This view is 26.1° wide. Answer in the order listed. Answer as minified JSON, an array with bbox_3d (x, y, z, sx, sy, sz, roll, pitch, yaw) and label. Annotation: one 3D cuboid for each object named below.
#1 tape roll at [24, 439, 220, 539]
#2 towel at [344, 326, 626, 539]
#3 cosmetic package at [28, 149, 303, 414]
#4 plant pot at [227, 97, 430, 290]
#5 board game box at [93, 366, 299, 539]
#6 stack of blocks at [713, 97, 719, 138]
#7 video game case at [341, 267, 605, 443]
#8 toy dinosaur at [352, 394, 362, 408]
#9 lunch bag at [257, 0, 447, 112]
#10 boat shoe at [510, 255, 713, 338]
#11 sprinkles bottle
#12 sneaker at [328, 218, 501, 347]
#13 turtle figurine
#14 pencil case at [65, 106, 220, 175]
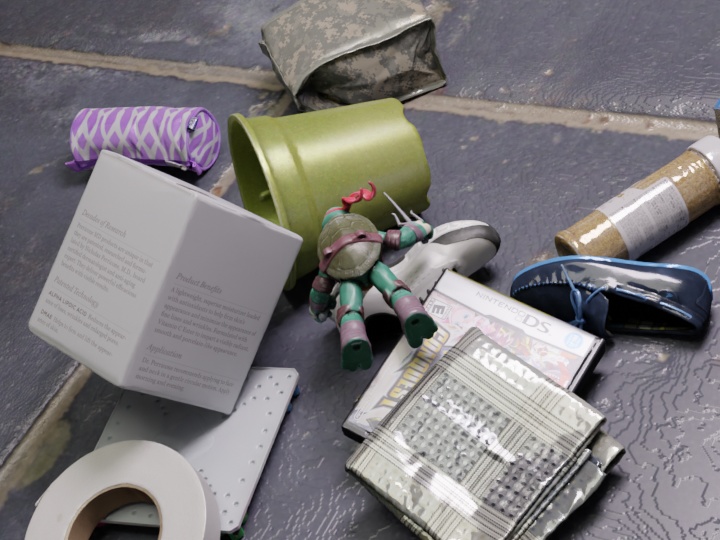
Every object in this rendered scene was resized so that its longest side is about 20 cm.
[{"bbox_3d":[-0.231,0.260,1.487,0.201,0.037,0.204,-12,54,18],"label":"tape roll"},{"bbox_3d":[0.113,0.168,1.409,0.200,0.035,0.193,37,72,27],"label":"towel"},{"bbox_3d":[-0.196,0.013,1.563,0.164,0.164,0.201,24,91,40],"label":"cosmetic package"},{"bbox_3d":[-0.028,-0.102,1.702,0.183,0.201,0.201,-19,40,-12],"label":"plant pot"},{"bbox_3d":[-0.177,0.182,1.581,0.198,0.026,0.201,1,47,24],"label":"board game box"},{"bbox_3d":[0.474,-0.210,1.666,0.115,0.059,0.200,13,53,34],"label":"stack of blocks"},{"bbox_3d":[0.108,0.111,1.480,0.180,0.026,0.201,25,65,23],"label":"video game case"},{"bbox_3d":[0.091,0.107,1.527,0.198,0.048,0.089,-12,50,7],"label":"toy dinosaur"},{"bbox_3d":[-0.015,-0.273,1.909,0.199,0.118,0.164,-21,42,-5],"label":"lunch bag"},{"bbox_3d":[0.239,0.029,1.511,0.198,0.084,0.069,-4,48,24],"label":"boat shoe"},{"bbox_3d":[0.296,-0.060,1.585,0.199,0.068,0.068,-32,42,-10],"label":"sprinkles bottle"},{"bbox_3d":[0.062,0.021,1.613,0.199,0.074,0.080,-31,45,5],"label":"sneaker"},{"bbox_3d":[0.000,0.000,1.535,0.149,0.101,0.201,-35,44,15],"label":"turtle figurine"},{"bbox_3d":[-0.270,-0.161,1.939,0.199,0.084,0.086,3,71,29],"label":"pencil case"}]
